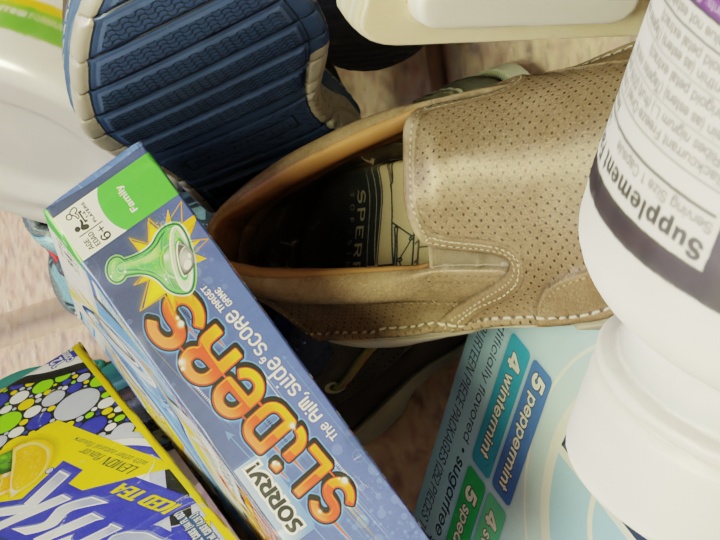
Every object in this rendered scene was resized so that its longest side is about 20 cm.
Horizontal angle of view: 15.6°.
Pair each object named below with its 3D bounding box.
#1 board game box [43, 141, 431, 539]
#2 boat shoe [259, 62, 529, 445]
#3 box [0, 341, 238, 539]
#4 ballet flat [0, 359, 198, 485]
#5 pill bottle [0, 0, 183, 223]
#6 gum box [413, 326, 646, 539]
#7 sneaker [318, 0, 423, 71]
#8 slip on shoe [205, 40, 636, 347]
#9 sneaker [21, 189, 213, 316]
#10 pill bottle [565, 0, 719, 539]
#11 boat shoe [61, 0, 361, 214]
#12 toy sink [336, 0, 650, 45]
[{"bbox_3d":[-0.038,0.043,0.786,0.136,0.034,0.200,53,172,6],"label":"board game box"},{"bbox_3d":[0.001,0.003,0.870,0.202,0.060,0.072,-53,48,50],"label":"boat shoe"},{"bbox_3d":[-0.084,0.095,0.872,0.064,0.070,0.200,63,169,-24],"label":"box"},{"bbox_3d":[-0.095,0.065,1.064,0.200,0.074,0.075,-12,84,62],"label":"ballet flat"},{"bbox_3d":[-0.081,-0.124,0.879,0.111,0.111,0.201,-27,40,59],"label":"pill bottle"},{"bbox_3d":[0.085,0.100,0.753,0.200,0.044,0.170,52,137,43],"label":"gum box"},{"bbox_3d":[0.003,-0.168,0.852,0.082,0.070,0.201,-109,20,-71],"label":"sneaker"},{"bbox_3d":[0.037,-0.022,0.725,0.200,0.060,0.076,-11,69,47],"label":"slip on shoe"},{"bbox_3d":[-0.090,-0.031,0.990,0.200,0.095,0.080,-35,65,57],"label":"sneaker"},{"bbox_3d":[0.114,-0.033,0.593,0.111,0.111,0.201,48,130,47],"label":"pill bottle"},{"bbox_3d":[-0.049,-0.072,0.747,0.200,0.072,0.073,64,-176,-73],"label":"boat shoe"},{"bbox_3d":[0.045,-0.131,0.699,0.200,0.130,0.112,51,137,43],"label":"toy sink"}]
